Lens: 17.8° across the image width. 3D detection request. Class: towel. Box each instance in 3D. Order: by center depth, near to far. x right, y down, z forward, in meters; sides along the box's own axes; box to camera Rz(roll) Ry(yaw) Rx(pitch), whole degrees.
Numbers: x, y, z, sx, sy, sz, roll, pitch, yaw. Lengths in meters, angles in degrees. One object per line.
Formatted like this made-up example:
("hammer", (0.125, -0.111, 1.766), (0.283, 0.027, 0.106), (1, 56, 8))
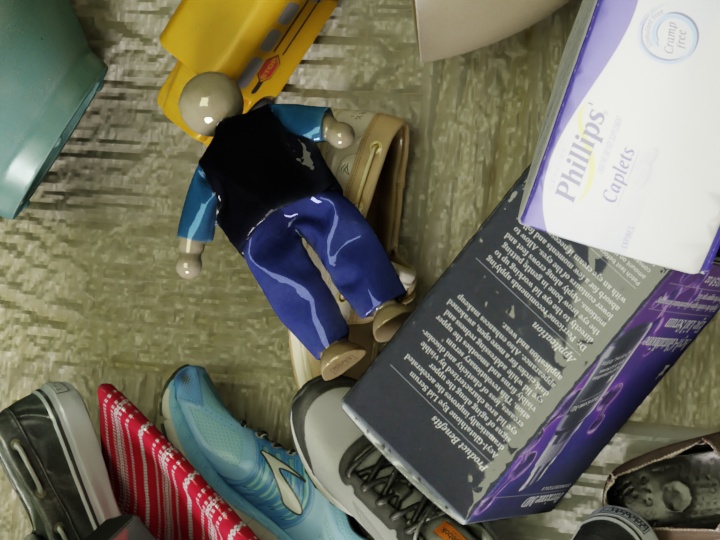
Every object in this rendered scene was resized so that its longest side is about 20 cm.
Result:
("towel", (-0.097, 0.172, 1.416), (0.022, 0.145, 0.200), (-35, 66, -25))

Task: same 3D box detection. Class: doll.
("doll", (-0.051, -0.034, 1.368), (0.136, 0.048, 0.200), (-35, 74, 11))

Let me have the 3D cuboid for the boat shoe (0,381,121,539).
("boat shoe", (-0.186, 0.171, 1.457), (0.071, 0.072, 0.201), (-22, 100, -20))

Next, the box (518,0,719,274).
("box", (0.169, -0.132, 1.193), (0.104, 0.200, 0.184), (18, 129, 2))

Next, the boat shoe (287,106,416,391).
("boat shoe", (0.000, 0.000, 1.406), (0.069, 0.074, 0.201), (0, 91, 23))

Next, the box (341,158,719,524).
("box", (0.108, 0.037, 1.314), (0.104, 0.148, 0.200), (43, 106, 20))

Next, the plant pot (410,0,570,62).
("plant pot", (0.088, -0.227, 1.330), (0.134, 0.200, 0.201), (-7, 84, 1))

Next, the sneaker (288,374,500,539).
("sneaker", (0.035, 0.139, 1.357), (0.074, 0.079, 0.200), (-39, 85, -11))

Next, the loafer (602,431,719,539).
("loafer", (0.224, 0.120, 1.296), (0.199, 0.071, 0.073), (-20, 79, 23))

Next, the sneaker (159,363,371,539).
("sneaker", (-0.044, 0.131, 1.430), (0.090, 0.078, 0.200), (-42, 79, 4))

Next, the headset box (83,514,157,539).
("headset box", (-0.146, 0.255, 1.382), (0.149, 0.077, 0.200), (-42, 97, -21))

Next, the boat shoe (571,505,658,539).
("boat shoe", (0.128, 0.235, 1.308), (0.073, 0.068, 0.200), (21, 118, 23))

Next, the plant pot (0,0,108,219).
("plant pot", (-0.247, -0.116, 1.479), (0.134, 0.200, 0.201), (33, 102, -5))

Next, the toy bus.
("toy bus", (-0.060, -0.172, 1.440), (0.065, 0.078, 0.200), (39, 103, 22))
